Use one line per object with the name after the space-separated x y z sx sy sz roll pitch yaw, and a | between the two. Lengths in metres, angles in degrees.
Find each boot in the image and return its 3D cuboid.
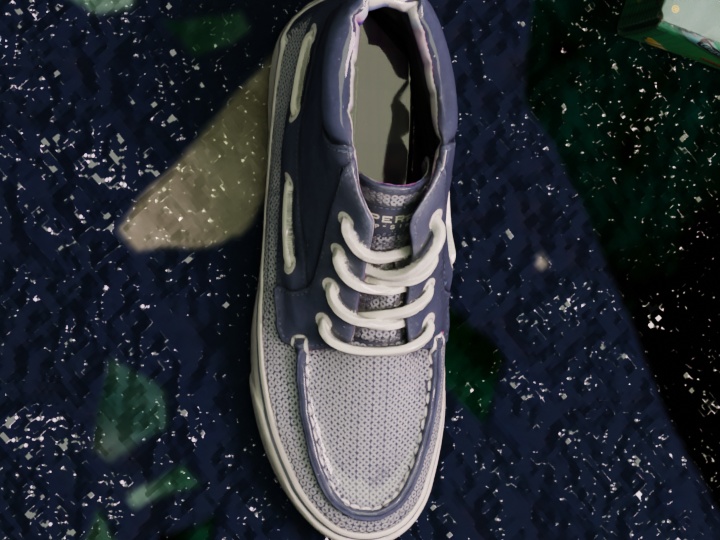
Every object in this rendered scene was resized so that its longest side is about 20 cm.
0.000 0.000 1.014 0.073 0.090 0.200 -5 91 -11 | boot

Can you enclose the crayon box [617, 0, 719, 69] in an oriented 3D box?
0.186 -0.161 1.068 0.119 0.058 0.200 19 86 -11 | crayon box
